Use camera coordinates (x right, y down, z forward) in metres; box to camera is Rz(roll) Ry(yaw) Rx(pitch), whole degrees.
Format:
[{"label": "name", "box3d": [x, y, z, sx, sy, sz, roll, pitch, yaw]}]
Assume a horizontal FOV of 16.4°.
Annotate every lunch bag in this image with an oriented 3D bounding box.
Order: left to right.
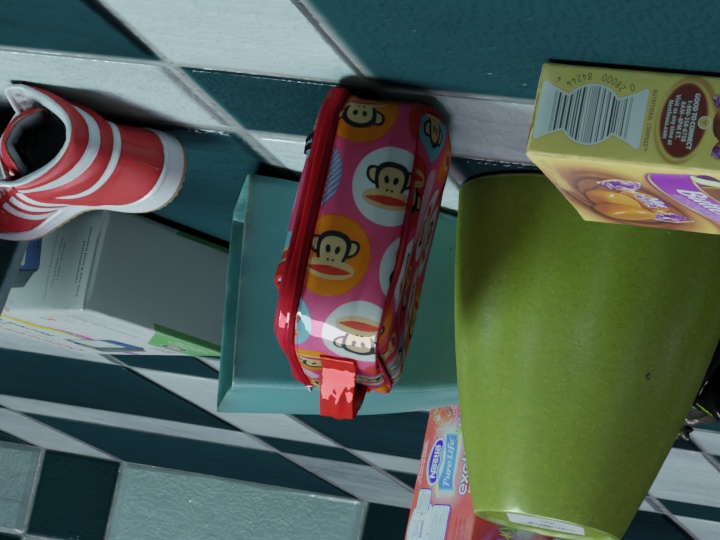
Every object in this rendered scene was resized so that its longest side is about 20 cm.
[{"label": "lunch bag", "box3d": [0.000, 0.000, 1.451, 0.081, 0.177, 0.200, 10, 168, 5]}]

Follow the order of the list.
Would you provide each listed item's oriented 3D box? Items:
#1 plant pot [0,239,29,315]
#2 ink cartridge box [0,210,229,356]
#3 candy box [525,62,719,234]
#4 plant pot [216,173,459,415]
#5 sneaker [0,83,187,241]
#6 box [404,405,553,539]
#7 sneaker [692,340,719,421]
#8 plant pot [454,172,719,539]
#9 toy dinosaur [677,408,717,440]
[{"label": "plant pot", "box3d": [-0.379, -0.015, 1.750, 0.196, 0.197, 0.200, 22, 177, -43]}, {"label": "ink cartridge box", "box3d": [-0.207, 0.010, 1.937, 0.145, 0.088, 0.199, 20, 167, -40]}, {"label": "candy box", "box3d": [0.198, -0.057, 1.290, 0.199, 0.057, 0.117, 5, 166, 22]}, {"label": "plant pot", "box3d": [0.011, 0.026, 1.688, 0.199, 0.142, 0.141, 5, 170, -6]}, {"label": "sneaker", "box3d": [-0.217, -0.068, 1.602, 0.199, 0.072, 0.112, -9, 162, 41]}, {"label": "box", "box3d": [0.113, 0.197, 2.236, 0.094, 0.201, 0.102, 19, 166, -33]}, {"label": "sneaker", "box3d": [0.225, 0.068, 1.657, 0.074, 0.088, 0.200, 28, 141, -30]}, {"label": "plant pot", "box3d": [0.135, 0.063, 1.562, 0.186, 0.201, 0.187, 11, 169, 2]}, {"label": "toy dinosaur", "box3d": [0.241, 0.094, 1.943, 0.199, 0.077, 0.102, 10, 162, -22]}]
